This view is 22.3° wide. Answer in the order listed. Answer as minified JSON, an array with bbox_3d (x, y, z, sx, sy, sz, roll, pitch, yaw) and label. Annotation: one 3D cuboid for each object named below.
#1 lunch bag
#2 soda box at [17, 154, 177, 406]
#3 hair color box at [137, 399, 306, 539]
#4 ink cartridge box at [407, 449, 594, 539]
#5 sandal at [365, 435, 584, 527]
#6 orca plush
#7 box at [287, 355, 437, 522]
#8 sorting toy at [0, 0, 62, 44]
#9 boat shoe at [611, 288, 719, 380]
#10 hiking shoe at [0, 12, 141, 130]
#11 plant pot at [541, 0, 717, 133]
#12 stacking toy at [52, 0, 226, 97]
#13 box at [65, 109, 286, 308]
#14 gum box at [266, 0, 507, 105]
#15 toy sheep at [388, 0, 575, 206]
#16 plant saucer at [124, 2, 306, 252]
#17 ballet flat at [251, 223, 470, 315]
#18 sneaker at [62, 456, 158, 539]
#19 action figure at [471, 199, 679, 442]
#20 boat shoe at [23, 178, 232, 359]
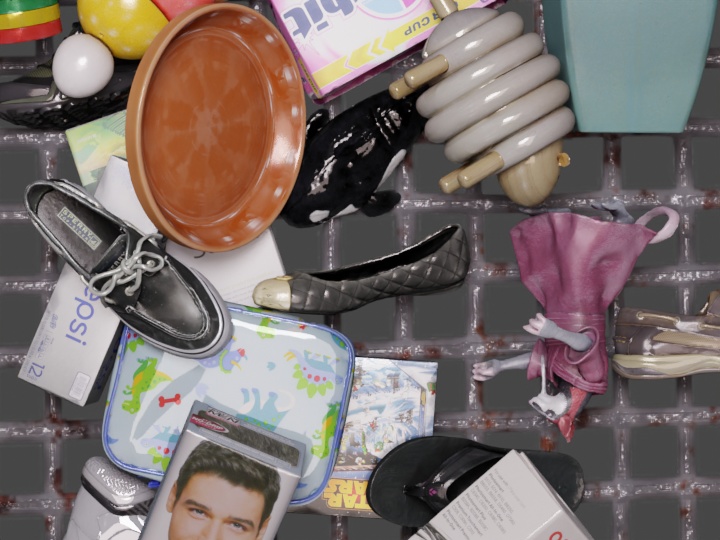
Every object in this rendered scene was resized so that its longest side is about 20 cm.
[{"bbox_3d":[-0.109,0.108,1.510,0.198,0.082,0.163,11,88,0],"label":"lunch bag"},{"bbox_3d":[-0.213,0.009,1.521,0.063,0.068,0.202,23,90,3],"label":"soda box"},{"bbox_3d":[-0.125,0.216,1.458,0.098,0.061,0.202,22,109,-5],"label":"hair color box"},{"bbox_3d":[0.102,0.267,1.513,0.200,0.084,0.146,-40,134,2],"label":"ink cartridge box"},{"bbox_3d":[0.102,0.178,1.545,0.198,0.048,0.076,0,90,-19],"label":"sandal"},{"bbox_3d":[0.016,-0.104,1.561,0.198,0.071,0.106,-22,90,-2],"label":"orca plush"},{"bbox_3d":[-0.036,0.140,1.572,0.198,0.040,0.139,5,88,-2],"label":"box"},{"bbox_3d":[-0.329,-0.221,1.496,0.198,0.199,0.070,-7,105,-2],"label":"sorting toy"},{"bbox_3d":[0.313,0.052,1.567,0.198,0.074,0.074,-4,90,-3],"label":"boat shoe"},{"bbox_3d":[-0.227,-0.187,1.562,0.198,0.076,0.102,-18,81,-11],"label":"hiking shoe"},{"bbox_3d":[0.223,-0.218,1.539,0.140,0.141,0.203,1,97,-2],"label":"plant pot"},{"bbox_3d":[-0.181,-0.223,1.480,0.146,0.146,0.201,36,73,-1],"label":"stacking toy"},{"bbox_3d":[-0.156,-0.049,1.573,0.143,0.036,0.202,-19,89,-1],"label":"box"},{"bbox_3d":[0.017,-0.238,1.564,0.199,0.066,0.114,-29,89,-2],"label":"gum box"},{"bbox_3d":[0.103,-0.145,1.499,0.137,0.138,0.201,-28,96,-2],"label":"toy sheep"},{"bbox_3d":[-0.120,-0.116,1.489,0.032,0.199,0.203,8,89,38],"label":"plant saucer"},{"bbox_3d":[0.000,0.000,1.547,0.198,0.066,0.057,-11,110,-22],"label":"ballet flat"},{"bbox_3d":[-0.168,0.252,1.552,0.199,0.075,0.116,29,90,3],"label":"sneaker"},{"bbox_3d":[0.183,0.045,1.557,0.147,0.134,0.203,0,86,-21],"label":"action figure"},{"bbox_3d":[-0.186,-0.004,1.446,0.074,0.068,0.199,-45,82,0],"label":"boat shoe"}]
